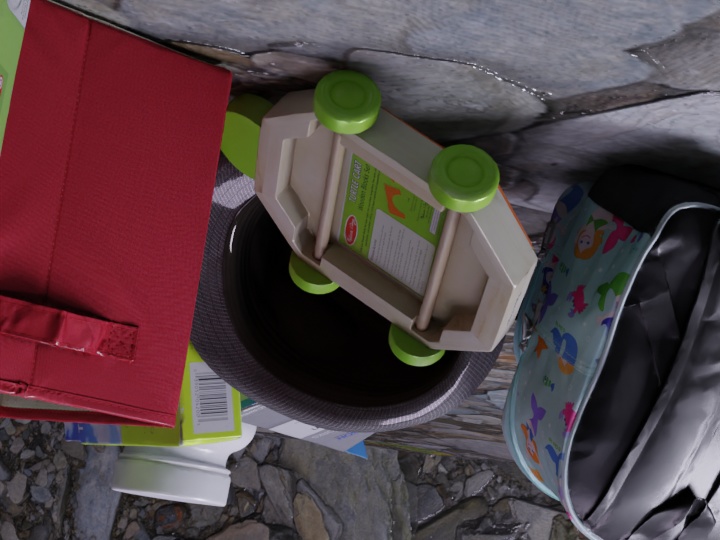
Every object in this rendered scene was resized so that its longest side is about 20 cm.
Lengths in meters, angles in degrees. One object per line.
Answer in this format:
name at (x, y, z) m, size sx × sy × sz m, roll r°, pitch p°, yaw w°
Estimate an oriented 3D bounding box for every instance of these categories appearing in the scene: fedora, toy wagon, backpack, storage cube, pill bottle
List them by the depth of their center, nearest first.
storage cube at (-0.191, -0.028, 0.780) m, size 0.170 × 0.181 × 0.199 m, roll 17°, pitch 168°, yaw -40°
toy wagon at (-0.004, -0.038, 0.815) m, size 0.199 × 0.040 × 0.156 m, roll 35°, pitch 149°, yaw 14°
backpack at (0.170, 0.053, 0.879) m, size 0.176 × 0.201 × 0.150 m, roll 12°, pitch -171°, yaw -26°
fedora at (0.000, 0.000, 0.936) m, size 0.199 × 0.178 × 0.090 m, roll 5°, pitch -161°, yaw 24°
pill bottle at (-0.123, 0.066, 1.170) m, size 0.111 × 0.202 × 0.112 m, roll 8°, pitch 170°, yaw 1°

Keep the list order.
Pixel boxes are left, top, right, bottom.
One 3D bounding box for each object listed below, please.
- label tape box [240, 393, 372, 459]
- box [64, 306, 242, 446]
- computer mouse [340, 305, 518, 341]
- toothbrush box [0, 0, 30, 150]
label tape box at (-0.032, 0.040, 1.095) m, size 0.063 × 0.145 × 0.200 m, roll -23°, pitch 157°, yaw 21°
box at (-0.141, 0.052, 1.041) m, size 0.047 × 0.123 × 0.200 m, roll -2°, pitch 176°, yaw -30°
computer mouse at (0.065, 0.047, 1.065) m, size 0.140 × 0.046 × 0.200 m, roll 28°, pitch -158°, yaw 26°
toothbrush box at (-0.193, -0.085, 0.567) m, size 0.085 × 0.147 × 0.200 m, roll 8°, pitch 170°, yaw 5°
